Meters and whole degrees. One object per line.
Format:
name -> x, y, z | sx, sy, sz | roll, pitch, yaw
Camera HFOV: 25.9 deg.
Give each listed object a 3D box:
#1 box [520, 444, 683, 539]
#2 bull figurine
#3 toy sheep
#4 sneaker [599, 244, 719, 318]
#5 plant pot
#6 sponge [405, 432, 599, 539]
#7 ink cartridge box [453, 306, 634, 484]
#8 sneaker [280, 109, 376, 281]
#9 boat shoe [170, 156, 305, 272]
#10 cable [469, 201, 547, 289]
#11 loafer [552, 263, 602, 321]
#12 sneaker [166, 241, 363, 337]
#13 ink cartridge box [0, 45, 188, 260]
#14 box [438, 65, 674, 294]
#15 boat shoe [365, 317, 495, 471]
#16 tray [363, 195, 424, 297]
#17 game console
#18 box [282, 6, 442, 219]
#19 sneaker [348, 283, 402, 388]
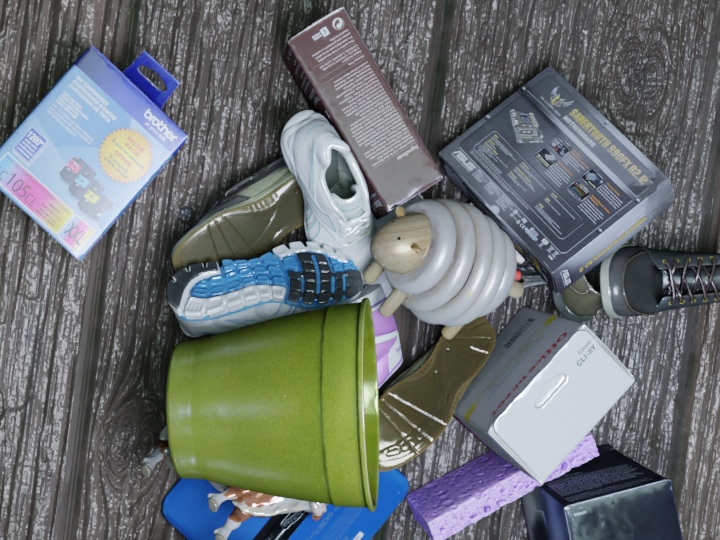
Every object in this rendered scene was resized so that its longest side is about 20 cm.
box -> 0.256, 0.308, 1.640 | 0.122, 0.198, 0.203 | -12, 95, -7
bull figurine -> -0.125, 0.207, 1.583 | 0.121, 0.199, 0.066 | -26, 139, -42
toy sheep -> 0.090, -0.004, 1.586 | 0.199, 0.137, 0.140 | 17, 90, -41
sneaker -> 0.328, 0.006, 1.629 | 0.199, 0.105, 0.076 | -9, 95, -55
plant pot -> -0.083, 0.132, 1.501 | 0.190, 0.200, 0.203 | -3, 94, 4
sponge -> 0.149, 0.218, 1.659 | 0.198, 0.112, 0.030 | -26, 99, -8
ink cartridge box -> 0.178, 0.124, 1.614 | 0.083, 0.200, 0.145 | 43, 86, -10
sneaker -> -0.021, -0.061, 1.578 | 0.070, 0.080, 0.202 | -33, 127, -14
boat shoe -> -0.111, -0.059, 1.619 | 0.200, 0.066, 0.072 | -34, 123, -9
cable -> 0.192, 0.000, 1.681 | 0.198, 0.050, 0.098 | 17, 79, -10
loafer -> 0.243, -0.050, 1.661 | 0.074, 0.070, 0.203 | 4, 75, -23
sneaker -> -0.096, 0.028, 1.594 | 0.197, 0.087, 0.076 | -6, 57, -5
ink cartridge box -> -0.267, -0.129, 1.580 | 0.136, 0.076, 0.200 | 42, 84, -10
box -> 0.200, -0.097, 1.625 | 0.158, 0.048, 0.200 | -38, 59, -7
boat shoe -> 0.066, 0.131, 1.638 | 0.073, 0.063, 0.201 | 37, 70, 2
tray -> 0.000, 0.000, 1.664 | 0.199, 0.022, 0.108 | -38, 100, -6
game console -> -0.078, 0.241, 1.666 | 0.200, 0.118, 0.171 | -49, 131, -4
box -> 0.000, -0.158, 1.604 | 0.074, 0.100, 0.201 | -32, 90, -7
sneaker -> -0.051, 0.103, 1.616 | 0.198, 0.073, 0.116 | -20, 102, -3
